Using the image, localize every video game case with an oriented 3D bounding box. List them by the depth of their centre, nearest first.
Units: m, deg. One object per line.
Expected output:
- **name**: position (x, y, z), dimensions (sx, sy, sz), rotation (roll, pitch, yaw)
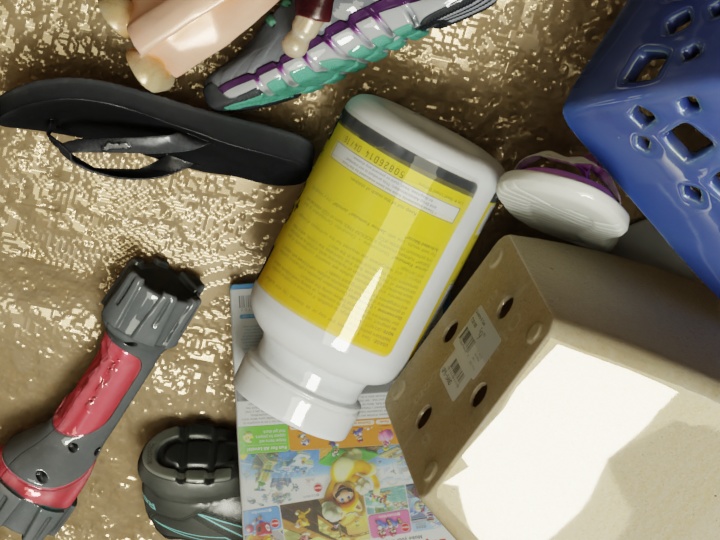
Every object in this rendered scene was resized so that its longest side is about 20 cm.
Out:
- **video game case**: position (-0.008, 0.105, 1.668), dimensions (0.143, 0.018, 0.200), rotation (-3, 83, -3)

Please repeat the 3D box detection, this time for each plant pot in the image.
- **plant pot**: position (0.272, -0.106, 1.510), dimensions (0.200, 0.180, 0.200), rotation (46, 64, -22)
- **plant pot**: position (0.130, 0.095, 1.549), dimensions (0.177, 0.200, 0.200), rotation (29, 107, -21)

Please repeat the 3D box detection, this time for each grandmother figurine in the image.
- **grandmother figurine**: position (-0.058, -0.183, 1.542), dimensions (0.200, 0.061, 0.121), rotation (-35, 83, 20)

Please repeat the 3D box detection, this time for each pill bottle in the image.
- **pill bottle**: position (0.000, 0.000, 1.605), dimensions (0.112, 0.112, 0.200), rotation (25, 99, -14)

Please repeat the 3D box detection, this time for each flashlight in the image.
- **flashlight**: position (-0.179, 0.082, 1.675), dimensions (0.068, 0.068, 0.200), rotation (28, 111, -12)

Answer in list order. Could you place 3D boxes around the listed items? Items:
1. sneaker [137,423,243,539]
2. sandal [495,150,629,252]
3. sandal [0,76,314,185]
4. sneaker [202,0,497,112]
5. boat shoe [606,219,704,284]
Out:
- **sneaker**: position (-0.048, 0.149, 1.721), dimensions (0.200, 0.075, 0.079), rotation (5, 129, 0)
- **sandal**: position (0.127, -0.051, 1.577), dimensions (0.082, 0.203, 0.050), rotation (18, 86, 4)
- **sandal**: position (-0.127, -0.078, 1.595), dimensions (0.200, 0.076, 0.043), rotation (12, 73, -9)
- **sneaker**: position (-0.014, -0.167, 1.584), dimensions (0.200, 0.074, 0.088), rotation (-24, 84, 11)
- **boat shoe**: position (0.155, 0.045, 1.680), dimensions (0.200, 0.072, 0.066), rotation (-44, 144, 0)
